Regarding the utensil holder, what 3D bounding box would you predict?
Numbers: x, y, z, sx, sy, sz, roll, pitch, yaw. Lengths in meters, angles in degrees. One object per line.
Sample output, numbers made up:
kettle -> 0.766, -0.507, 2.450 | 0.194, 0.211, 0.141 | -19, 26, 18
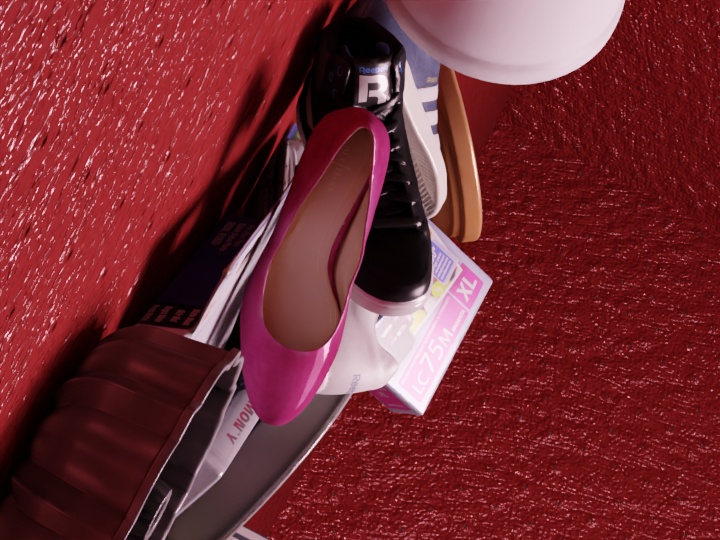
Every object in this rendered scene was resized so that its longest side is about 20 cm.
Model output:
utensil holder -> 0.106, -0.243, 1.491 | 0.170, 0.170, 0.200 | -61, 173, -27

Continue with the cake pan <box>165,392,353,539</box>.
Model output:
cake pan -> -0.077, 0.122, 1.574 | 0.200, 0.037, 0.200 | -46, -173, 7

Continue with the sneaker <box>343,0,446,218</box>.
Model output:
sneaker -> 0.031, -0.120, 1.644 | 0.200, 0.075, 0.085 | 77, 30, -51

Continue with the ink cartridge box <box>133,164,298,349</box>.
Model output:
ink cartridge box -> -0.109, 0.041, 1.433 | 0.200, 0.041, 0.200 | -59, 174, -67

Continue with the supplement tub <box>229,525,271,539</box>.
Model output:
supplement tub -> -0.107, 0.264, 1.779 | 0.140, 0.200, 0.140 | -62, 176, -8

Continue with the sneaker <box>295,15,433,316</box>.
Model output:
sneaker -> 0.002, -0.077, 1.478 | 0.112, 0.073, 0.200 | 103, -25, -51

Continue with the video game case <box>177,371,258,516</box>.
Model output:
video game case -> -0.123, 0.131, 1.552 | 0.200, 0.023, 0.182 | -43, -172, 35

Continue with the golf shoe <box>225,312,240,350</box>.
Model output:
golf shoe -> -0.066, 0.066, 1.730 | 0.078, 0.094, 0.200 | -64, -175, -8

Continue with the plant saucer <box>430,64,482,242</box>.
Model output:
plant saucer -> 0.050, -0.116, 1.811 | 0.200, 0.037, 0.200 | 166, -90, -85

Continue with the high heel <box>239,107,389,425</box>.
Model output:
high heel -> -0.026, 0.000, 1.401 | 0.096, 0.067, 0.200 | -155, -95, -82

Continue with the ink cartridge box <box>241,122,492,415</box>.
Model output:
ink cartridge box -> 0.000, 0.000, 1.635 | 0.042, 0.200, 0.119 | 3, -122, 51

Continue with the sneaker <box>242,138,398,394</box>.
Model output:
sneaker -> -0.028, 0.002, 1.534 | 0.075, 0.087, 0.200 | 128, -39, -49

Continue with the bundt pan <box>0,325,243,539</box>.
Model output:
bundt pan -> -0.142, 0.117, 1.260 | 0.202, 0.076, 0.202 | -63, 176, -9
